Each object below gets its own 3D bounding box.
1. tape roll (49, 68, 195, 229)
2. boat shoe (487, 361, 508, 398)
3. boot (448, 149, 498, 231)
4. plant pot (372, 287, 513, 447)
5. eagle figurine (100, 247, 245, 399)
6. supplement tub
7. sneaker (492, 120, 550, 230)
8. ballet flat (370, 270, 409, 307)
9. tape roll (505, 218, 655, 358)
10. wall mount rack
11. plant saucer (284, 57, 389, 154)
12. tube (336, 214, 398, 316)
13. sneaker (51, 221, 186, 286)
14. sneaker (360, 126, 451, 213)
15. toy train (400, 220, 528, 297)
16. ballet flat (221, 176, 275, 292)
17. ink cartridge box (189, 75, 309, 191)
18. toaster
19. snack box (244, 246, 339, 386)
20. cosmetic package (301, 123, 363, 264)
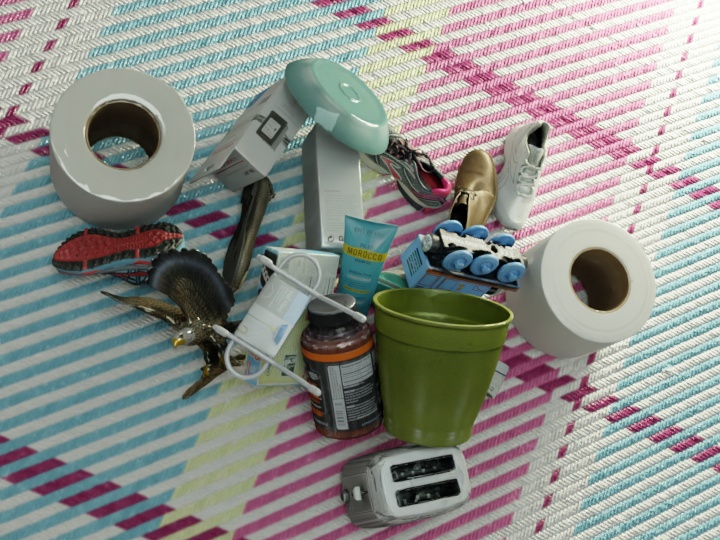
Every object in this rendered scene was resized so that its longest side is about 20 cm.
[{"bbox_3d":[-0.349,-0.173,1.511,0.202,0.139,0.203,5,74,-16],"label":"tape roll"},{"bbox_3d":[0.129,0.151,1.616,0.202,0.075,0.086,25,80,-16],"label":"boat shoe"},{"bbox_3d":[0.179,-0.117,1.686,0.074,0.075,0.200,6,69,17],"label":"boot"},{"bbox_3d":[0.106,0.143,1.489,0.200,0.200,0.193,3,103,-16],"label":"plant pot"},{"bbox_3d":[-0.248,0.066,1.478,0.152,0.151,0.200,-36,95,-11],"label":"eagle figurine"},{"bbox_3d":[-0.029,0.137,1.505,0.107,0.107,0.200,-16,112,-20],"label":"supplement tub"},{"bbox_3d":[0.268,-0.164,1.727,0.074,0.087,0.200,15,73,-14],"label":"sneaker"},{"bbox_3d":[0.077,0.040,1.636,0.200,0.067,0.070,25,46,-9],"label":"ballet flat"},{"bbox_3d":[0.352,0.031,1.671,0.202,0.139,0.203,4,75,-15],"label":"tape roll"},{"bbox_3d":[-0.097,0.075,1.416,0.174,0.075,0.200,31,84,3],"label":"wall mount rack"},{"bbox_3d":[-0.026,-0.262,1.590,0.200,0.036,0.200,33,30,-22],"label":"plant saucer"},{"bbox_3d":[0.000,0.000,1.541,0.077,0.200,0.050,9,41,-4],"label":"tube"},{"bbox_3d":[-0.346,-0.007,1.507,0.200,0.096,0.079,-4,48,7],"label":"sneaker"},{"bbox_3d":[0.069,-0.183,1.680,0.200,0.075,0.081,41,69,-2],"label":"sneaker"},{"bbox_3d":[0.164,-0.010,1.609,0.200,0.114,0.087,11,48,-32],"label":"toy train"},{"bbox_3d":[-0.169,-0.055,1.586,0.046,0.067,0.200,23,65,-27],"label":"ballet flat"},{"bbox_3d":[-0.163,-0.193,1.579,0.067,0.116,0.200,42,63,-20],"label":"ink cartridge box"},{"bbox_3d":[0.076,0.312,1.519,0.200,0.129,0.114,-6,78,-18],"label":"toaster"},{"bbox_3d":[-0.100,0.069,1.518,0.116,0.037,0.200,4,99,-42],"label":"snack box"},{"bbox_3d":[-0.045,-0.118,1.615,0.071,0.101,0.200,0,76,-17],"label":"cosmetic package"}]
